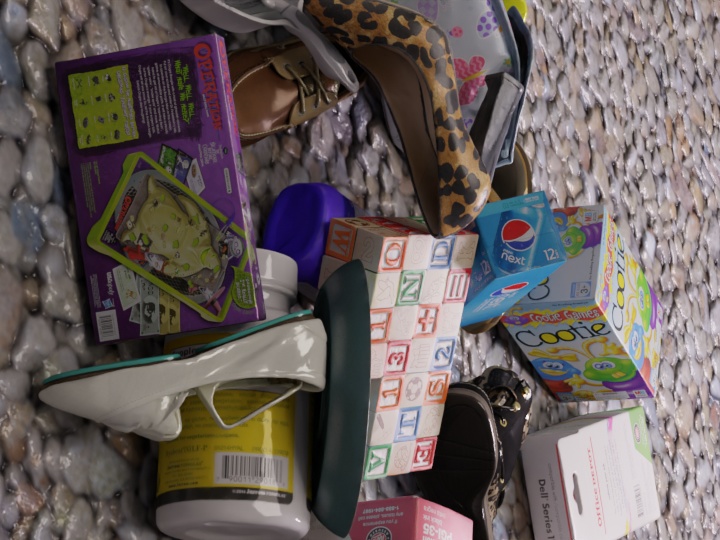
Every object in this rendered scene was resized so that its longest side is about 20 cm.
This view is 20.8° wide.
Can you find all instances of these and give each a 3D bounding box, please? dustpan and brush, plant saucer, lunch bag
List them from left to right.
[{"bbox_3d":[-0.074,-0.212,1.513,0.200,0.057,0.140,55,40,-12],"label":"dustpan and brush"},{"bbox_3d":[-0.020,0.091,1.412,0.200,0.027,0.201,-176,-90,-82],"label":"plant saucer"},{"bbox_3d":[0.074,-0.195,1.629,0.170,0.127,0.201,-101,169,-72],"label":"lunch bag"}]

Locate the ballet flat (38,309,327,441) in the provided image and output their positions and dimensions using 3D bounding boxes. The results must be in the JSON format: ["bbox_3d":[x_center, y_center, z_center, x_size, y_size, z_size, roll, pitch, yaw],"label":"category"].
[{"bbox_3d":[-0.113,0.080,1.316,0.199,0.069,0.070,-14,95,-15],"label":"ballet flat"}]

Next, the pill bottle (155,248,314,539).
[{"bbox_3d":[-0.088,0.090,1.405,0.111,0.111,0.201,25,61,-52],"label":"pill bottle"}]

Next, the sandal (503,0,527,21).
[{"bbox_3d":[0.051,-0.265,1.741,0.200,0.080,0.087,30,14,-25],"label":"sandal"}]

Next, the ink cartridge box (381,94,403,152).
[{"bbox_3d":[0.051,-0.190,1.781,0.200,0.050,0.161,43,45,-19],"label":"ink cartridge box"}]

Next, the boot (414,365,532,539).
[{"bbox_3d":[0.102,0.139,1.694,0.151,0.073,0.201,-65,155,-46],"label":"boot"}]

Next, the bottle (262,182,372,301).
[{"bbox_3d":[0.000,0.000,1.609,0.200,0.065,0.084,34,63,-49],"label":"bottle"}]

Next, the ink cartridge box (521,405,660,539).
[{"bbox_3d":[0.214,0.204,1.889,0.200,0.067,0.118,-8,89,-59],"label":"ink cartridge box"}]

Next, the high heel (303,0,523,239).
[{"bbox_3d":[0.025,-0.121,1.495,0.199,0.071,0.143,27,73,-20],"label":"high heel"}]

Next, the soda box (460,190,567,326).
[{"bbox_3d":[0.106,-0.005,1.657,0.068,0.200,0.064,-15,80,-16],"label":"soda box"}]

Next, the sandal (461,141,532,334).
[{"bbox_3d":[0.111,-0.040,1.803,0.054,0.080,0.201,23,65,-26],"label":"sandal"}]

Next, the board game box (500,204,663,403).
[{"bbox_3d":[0.211,0.035,1.870,0.200,0.103,0.105,51,42,-51],"label":"board game box"}]

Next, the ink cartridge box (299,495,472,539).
[{"bbox_3d":[0.001,0.280,1.458,0.083,0.146,0.201,31,56,-49],"label":"ink cartridge box"}]

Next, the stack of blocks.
[{"bbox_3d":[0.018,0.061,1.554,0.115,0.058,0.201,-3,108,-47],"label":"stack of blocks"}]

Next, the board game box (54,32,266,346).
[{"bbox_3d":[-0.139,-0.055,1.358,0.032,0.119,0.201,-1,83,-77],"label":"board game box"}]

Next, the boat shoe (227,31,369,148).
[{"bbox_3d":[-0.053,-0.152,1.559,0.200,0.074,0.076,-40,117,-55],"label":"boat shoe"}]
